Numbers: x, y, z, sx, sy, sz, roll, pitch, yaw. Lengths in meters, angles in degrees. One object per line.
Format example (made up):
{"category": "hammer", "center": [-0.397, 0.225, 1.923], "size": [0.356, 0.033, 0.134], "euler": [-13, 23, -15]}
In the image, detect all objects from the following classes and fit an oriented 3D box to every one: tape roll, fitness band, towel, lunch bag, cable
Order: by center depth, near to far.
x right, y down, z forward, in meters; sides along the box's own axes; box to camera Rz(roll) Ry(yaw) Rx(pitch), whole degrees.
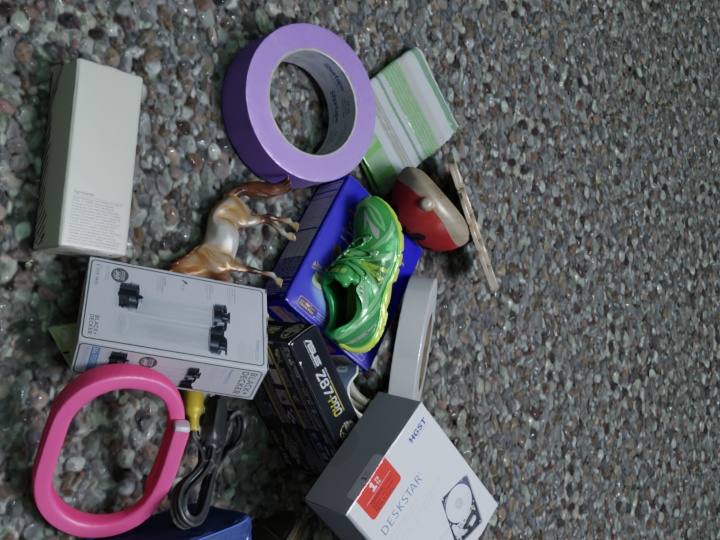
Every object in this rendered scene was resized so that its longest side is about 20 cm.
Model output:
{"category": "fitness band", "center": [-0.259, 0.190, 0.973], "size": [0.142, 0.037, 0.201], "euler": [13, 110, -27]}
{"category": "lunch bag", "center": [-0.201, 0.343, 1.017], "size": [0.199, 0.135, 0.134], "euler": [-9, 93, -44]}
{"category": "cable", "center": [-0.178, 0.211, 1.068], "size": [0.097, 0.050, 0.201], "euler": [54, 31, -40]}
{"category": "tape roll", "center": [-0.077, -0.210, 1.210], "size": [0.199, 0.065, 0.202], "euler": [4, 84, -37]}
{"category": "tape roll", "center": [0.071, 0.108, 1.274], "size": [0.203, 0.037, 0.205], "euler": [9, 90, -83]}
{"category": "towel", "center": [0.052, -0.219, 1.374], "size": [0.200, 0.031, 0.150], "euler": [-43, 113, -34]}

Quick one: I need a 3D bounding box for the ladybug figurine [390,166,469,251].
{"category": "ladybug figurine", "center": [0.092, -0.080, 1.318], "size": [0.136, 0.072, 0.200], "euler": [50, 5, 10]}

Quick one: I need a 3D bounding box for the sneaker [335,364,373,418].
{"category": "sneaker", "center": [-0.003, 0.211, 1.230], "size": [0.067, 0.089, 0.201], "euler": [-98, 163, -71]}

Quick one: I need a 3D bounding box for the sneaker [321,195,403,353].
{"category": "sneaker", "center": [0.000, 0.000, 1.169], "size": [0.083, 0.074, 0.202], "euler": [19, 74, -42]}

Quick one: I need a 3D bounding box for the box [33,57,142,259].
{"category": "box", "center": [-0.293, -0.117, 1.012], "size": [0.082, 0.068, 0.202], "euler": [12, 78, -41]}

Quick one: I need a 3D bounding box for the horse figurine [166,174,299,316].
{"category": "horse figurine", "center": [-0.148, -0.034, 1.132], "size": [0.131, 0.050, 0.202], "euler": [21, 63, -9]}

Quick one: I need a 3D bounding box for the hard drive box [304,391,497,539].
{"category": "hard drive box", "center": [0.052, 0.267, 1.084], "size": [0.156, 0.076, 0.200], "euler": [-53, 124, -25]}

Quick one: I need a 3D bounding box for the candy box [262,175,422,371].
{"category": "candy box", "center": [-0.022, 0.006, 1.249], "size": [0.169, 0.077, 0.201], "euler": [44, 61, -31]}

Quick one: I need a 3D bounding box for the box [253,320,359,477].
{"category": "box", "center": [-0.074, 0.157, 1.132], "size": [0.049, 0.161, 0.201], "euler": [-35, 110, -33]}

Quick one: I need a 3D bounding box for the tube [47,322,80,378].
{"category": "tube", "center": [-0.244, 0.072, 1.056], "size": [0.199, 0.058, 0.052], "euler": [-14, 103, -44]}

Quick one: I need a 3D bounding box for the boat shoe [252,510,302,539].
{"category": "boat shoe", "center": [-0.133, 0.384, 1.129], "size": [0.200, 0.072, 0.068], "euler": [-49, 123, -23]}

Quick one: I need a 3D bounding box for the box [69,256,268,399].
{"category": "box", "center": [-0.201, 0.064, 1.009], "size": [0.198, 0.060, 0.117], "euler": [10, 46, -20]}

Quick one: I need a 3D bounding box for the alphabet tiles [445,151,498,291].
{"category": "alphabet tiles", "center": [0.165, -0.074, 1.386], "size": [0.196, 0.014, 0.202], "euler": [-83, 153, -73]}
